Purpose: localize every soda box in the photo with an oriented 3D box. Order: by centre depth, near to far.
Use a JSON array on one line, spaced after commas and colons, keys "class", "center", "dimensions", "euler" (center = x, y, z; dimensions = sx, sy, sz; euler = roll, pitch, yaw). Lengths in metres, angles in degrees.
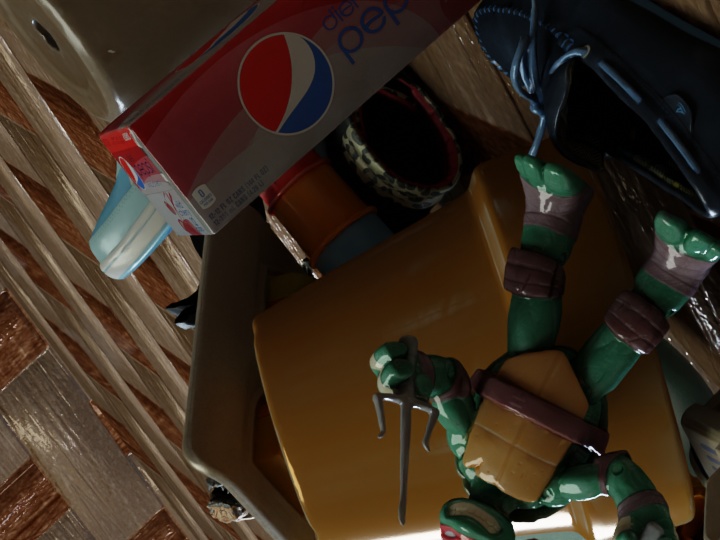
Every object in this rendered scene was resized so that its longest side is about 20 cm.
[{"class": "soda box", "center": [-0.022, -0.103, 0.990], "dimensions": [0.064, 0.200, 0.070], "euler": [51, 165, -12]}]

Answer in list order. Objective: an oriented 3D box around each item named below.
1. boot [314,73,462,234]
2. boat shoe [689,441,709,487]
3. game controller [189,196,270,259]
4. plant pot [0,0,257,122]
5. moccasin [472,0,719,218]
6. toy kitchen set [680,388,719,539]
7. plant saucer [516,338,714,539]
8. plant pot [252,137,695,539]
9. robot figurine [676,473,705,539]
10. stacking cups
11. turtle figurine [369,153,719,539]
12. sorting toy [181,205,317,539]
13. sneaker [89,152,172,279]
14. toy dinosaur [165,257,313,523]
[{"class": "boot", "center": [-0.018, -0.095, 1.287], "dimensions": [0.204, 0.073, 0.154], "euler": [54, 158, 9]}, {"class": "boat shoe", "center": [0.240, 0.106, 1.041], "dimensions": [0.199, 0.072, 0.068], "euler": [30, 150, 42]}, {"class": "game controller", "center": [-0.103, -0.098, 1.315], "dimensions": [0.104, 0.042, 0.202], "euler": [5, 111, 59]}, {"class": "plant pot", "center": [-0.097, -0.172, 1.092], "dimensions": [0.200, 0.174, 0.200], "euler": [45, 167, 13]}, {"class": "moccasin", "center": [0.105, -0.081, 0.940], "dimensions": [0.200, 0.068, 0.081], "euler": [29, 156, 54]}, {"class": "toy kitchen set", "center": [0.170, 0.058, 0.919], "dimensions": [0.180, 0.163, 0.201], "euler": [28, 156, 53]}, {"class": "plant saucer", "center": [0.118, 0.112, 1.244], "dimensions": [0.198, 0.027, 0.202], "euler": [12, 119, 22]}, {"class": "plant pot", "center": [0.050, 0.054, 1.079], "dimensions": [0.200, 0.182, 0.202], "euler": [-17, -90, -87]}, {"class": "robot figurine", "center": [0.230, 0.160, 1.114], "dimensions": [0.144, 0.059, 0.200], "euler": [7, -163, -28]}, {"class": "stacking cups", "center": [0.000, 0.000, 1.216], "dimensions": [0.200, 0.060, 0.061], "euler": [47, 166, 12]}, {"class": "turtle figurine", "center": [0.074, 0.061, 0.933], "dimensions": [0.149, 0.202, 0.101], "euler": [24, 178, -3]}, {"class": "sorting toy", "center": [-0.023, 0.082, 1.205], "dimensions": [0.200, 0.036, 0.186], "euler": [47, -147, -39]}, {"class": "sneaker", "center": [-0.128, -0.106, 1.228], "dimensions": [0.130, 0.201, 0.080], "euler": [32, -175, -3]}, {"class": "toy dinosaur", "center": [-0.059, 0.067, 1.399], "dimensions": [0.201, 0.101, 0.137], "euler": [-88, -15, -51]}]
